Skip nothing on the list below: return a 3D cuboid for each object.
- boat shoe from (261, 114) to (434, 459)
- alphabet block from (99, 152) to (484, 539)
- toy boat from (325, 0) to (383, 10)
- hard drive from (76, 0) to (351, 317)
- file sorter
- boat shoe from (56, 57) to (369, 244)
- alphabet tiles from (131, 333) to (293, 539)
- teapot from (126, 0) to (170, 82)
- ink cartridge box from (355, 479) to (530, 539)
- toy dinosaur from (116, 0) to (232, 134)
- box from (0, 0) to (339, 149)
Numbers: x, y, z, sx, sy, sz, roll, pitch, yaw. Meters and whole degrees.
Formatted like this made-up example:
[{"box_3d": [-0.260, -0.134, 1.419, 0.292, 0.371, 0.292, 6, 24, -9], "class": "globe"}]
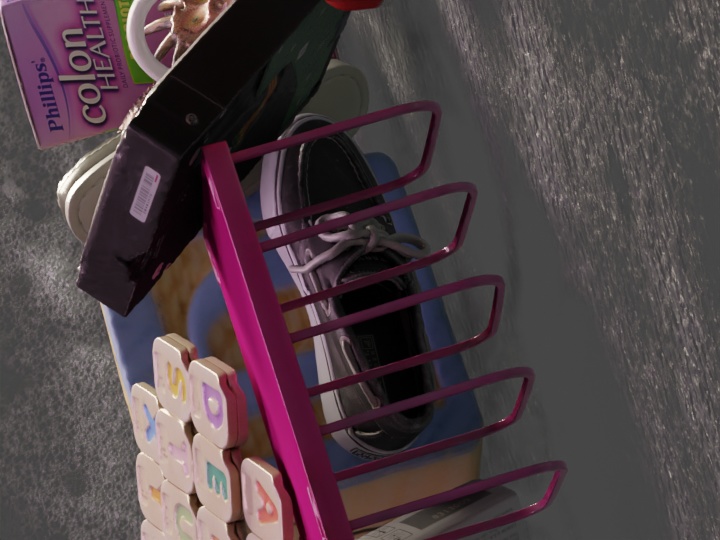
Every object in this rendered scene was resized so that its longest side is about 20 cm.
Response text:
[{"box_3d": [-0.003, 0.000, 1.464, 0.068, 0.073, 0.200, 136, 129, -59], "class": "boat shoe"}, {"box_3d": [-0.043, 0.073, 1.600, 0.200, 0.195, 0.197, 91, 164, -67], "class": "alphabet block"}, {"box_3d": [-0.052, -0.206, 1.204, 0.131, 0.131, 0.200, 85, 167, -61], "class": "toy boat"}, {"box_3d": [-0.067, -0.084, 1.353, 0.038, 0.200, 0.140, 34, 143, 7], "class": "hard drive"}, {"box_3d": [0.010, 0.035, 1.302, 0.139, 0.125, 0.200, 99, 154, -74], "class": "file sorter"}, {"box_3d": [-0.091, -0.073, 1.526, 0.060, 0.202, 0.072, 34, 142, 44], "class": "boat shoe"}, {"box_3d": [-0.081, 0.138, 1.396, 0.196, 0.015, 0.200, 27, 123, 59], "class": "alphabet tiles"}, {"box_3d": [-0.093, -0.231, 1.470, 0.198, 0.146, 0.200, 82, 169, -57], "class": "teapot"}, {"box_3d": [0.034, 0.234, 1.439, 0.047, 0.160, 0.200, 12, 121, 53], "class": "ink cartridge box"}, {"box_3d": [-0.102, -0.097, 1.628, 0.135, 0.200, 0.086, 38, -170, -25], "class": "toy dinosaur"}, {"box_3d": [-0.131, -0.163, 1.749, 0.176, 0.200, 0.097, -125, 19, -75], "class": "box"}]
